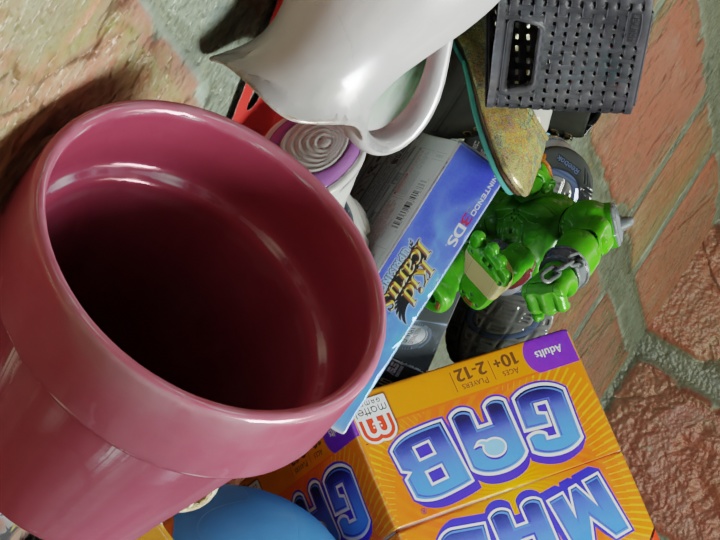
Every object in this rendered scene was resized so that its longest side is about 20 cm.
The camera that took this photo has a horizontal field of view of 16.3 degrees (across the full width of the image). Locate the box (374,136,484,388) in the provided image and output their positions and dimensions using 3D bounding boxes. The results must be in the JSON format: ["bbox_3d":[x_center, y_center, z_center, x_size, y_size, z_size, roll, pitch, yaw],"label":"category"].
[{"bbox_3d":[0.056,0.003,1.889,0.160,0.043,0.200,115,-1,-73],"label":"box"}]

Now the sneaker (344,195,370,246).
[{"bbox_3d":[-0.080,0.020,1.607,0.080,0.078,0.200,26,102,-48],"label":"sneaker"}]

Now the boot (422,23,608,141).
[{"bbox_3d":[0.096,-0.105,1.769,0.077,0.138,0.200,-45,163,-46],"label":"boot"}]

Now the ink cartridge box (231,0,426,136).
[{"bbox_3d":[-0.004,-0.139,1.535,0.200,0.050,0.161,-42,159,-55],"label":"ink cartridge box"}]

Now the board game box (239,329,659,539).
[{"bbox_3d":[0.066,0.189,1.838,0.200,0.200,0.200,-16,166,-30],"label":"board game box"}]

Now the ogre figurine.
[{"bbox_3d":[0.099,-0.017,1.740,0.120,0.098,0.200,-31,-174,-33],"label":"ogre figurine"}]

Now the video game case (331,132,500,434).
[{"bbox_3d":[0.000,0.000,1.673,0.200,0.045,0.181,-57,-161,-3],"label":"video game case"}]

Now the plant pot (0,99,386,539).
[{"bbox_3d":[-0.114,0.042,1.279,0.179,0.200,0.200,-49,176,40],"label":"plant pot"}]

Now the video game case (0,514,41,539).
[{"bbox_3d":[-0.188,0.136,1.529,0.181,0.025,0.200,-47,163,-39],"label":"video game case"}]

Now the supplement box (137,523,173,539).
[{"bbox_3d":[-0.192,0.216,1.475,0.200,0.067,0.069,-24,150,-29],"label":"supplement box"}]

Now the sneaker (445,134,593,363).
[{"bbox_3d":[0.123,-0.012,1.907,0.087,0.074,0.200,-83,-163,-68],"label":"sneaker"}]

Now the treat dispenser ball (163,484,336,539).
[{"bbox_3d":[-0.096,0.248,1.735,0.201,0.201,0.201,-53,166,-20],"label":"treat dispenser ball"}]

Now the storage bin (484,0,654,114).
[{"bbox_3d":[0.127,-0.208,1.541,0.135,0.094,0.200,93,-2,-57],"label":"storage bin"}]

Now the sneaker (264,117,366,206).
[{"bbox_3d":[-0.070,-0.008,1.490,0.200,0.075,0.100,-40,159,-29],"label":"sneaker"}]

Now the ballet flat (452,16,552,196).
[{"bbox_3d":[0.092,-0.135,1.612,0.071,0.200,0.071,-10,139,-9],"label":"ballet flat"}]

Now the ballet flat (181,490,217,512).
[{"bbox_3d":[-0.127,0.113,1.512,0.068,0.062,0.200,-59,166,1],"label":"ballet flat"}]

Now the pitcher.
[{"bbox_3d":[0.029,-0.163,1.412,0.200,0.121,0.172,-55,150,6],"label":"pitcher"}]
